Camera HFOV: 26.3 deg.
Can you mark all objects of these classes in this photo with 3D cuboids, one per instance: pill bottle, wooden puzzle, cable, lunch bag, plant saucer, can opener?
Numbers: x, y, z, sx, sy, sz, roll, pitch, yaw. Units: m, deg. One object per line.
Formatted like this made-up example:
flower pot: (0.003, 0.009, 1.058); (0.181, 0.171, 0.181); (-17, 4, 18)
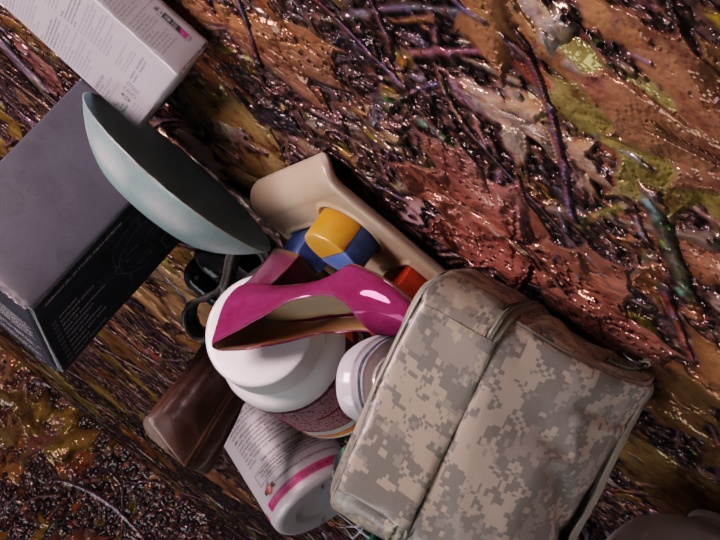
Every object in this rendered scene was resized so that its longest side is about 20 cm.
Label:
pill bottle: (-0.055, 0.075, 1.353); (0.114, 0.114, 0.200); (32, 176, 23)
wooden puzzle: (0.000, 0.000, 1.241); (0.200, 0.046, 0.185); (44, 162, -13)
cable: (-0.114, 0.019, 1.425); (0.097, 0.050, 0.200); (32, 137, 18)
lunch bag: (0.094, 0.119, 1.076); (0.167, 0.201, 0.139); (28, -171, 17)
pill bottle: (-0.091, 0.174, 1.666); (0.200, 0.113, 0.113); (54, 170, 27)
plant saucer: (-0.162, -0.069, 1.283); (0.201, 0.039, 0.201); (41, -172, -7)
can opener: (-0.087, 0.047, 1.497); (0.200, 0.063, 0.079); (39, -168, -8)

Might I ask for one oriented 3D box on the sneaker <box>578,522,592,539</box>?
sneaker: (0.164, 0.262, 1.532); (0.088, 0.074, 0.200); (47, 153, 12)

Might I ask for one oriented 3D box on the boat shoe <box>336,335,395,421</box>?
boat shoe: (0.059, 0.085, 1.210); (0.067, 0.074, 0.200); (-4, 177, 33)

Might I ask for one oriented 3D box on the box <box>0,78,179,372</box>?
box: (-0.271, -0.037, 1.446); (0.124, 0.200, 0.197); (38, 162, 9)

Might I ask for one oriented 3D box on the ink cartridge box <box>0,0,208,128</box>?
ink cartridge box: (-0.218, -0.206, 1.188); (0.200, 0.043, 0.196); (43, 164, -8)

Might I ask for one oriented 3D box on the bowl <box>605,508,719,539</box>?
bowl: (0.278, 0.253, 1.221); (0.201, 0.090, 0.201); (35, 163, 13)

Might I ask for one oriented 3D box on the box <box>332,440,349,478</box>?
box: (0.056, 0.185, 1.477); (0.144, 0.036, 0.200); (5, 163, -7)

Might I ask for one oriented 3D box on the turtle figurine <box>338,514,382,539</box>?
turtle figurine: (0.056, 0.266, 1.691); (0.199, 0.101, 0.150); (23, 167, 9)

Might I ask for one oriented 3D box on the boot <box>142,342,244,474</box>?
boot: (-0.119, 0.138, 1.550); (0.064, 0.200, 0.186); (-10, 133, 43)

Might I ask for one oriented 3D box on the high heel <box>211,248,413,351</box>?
high heel: (-0.032, 0.044, 1.184); (0.200, 0.096, 0.067); (13, 153, 53)
